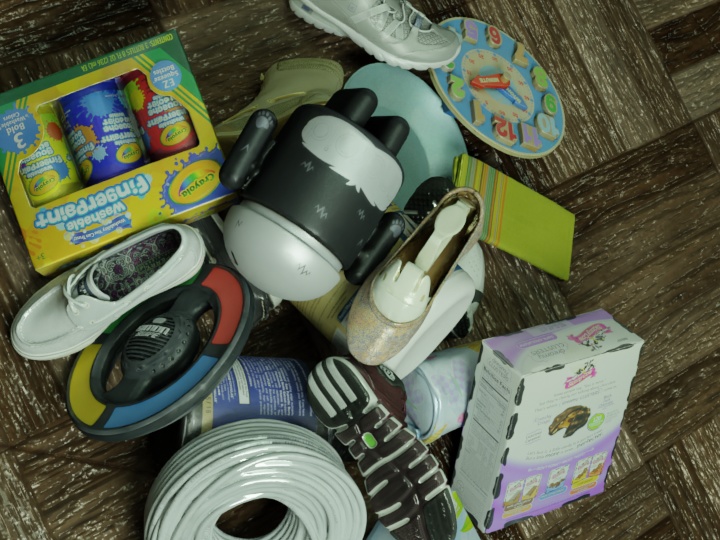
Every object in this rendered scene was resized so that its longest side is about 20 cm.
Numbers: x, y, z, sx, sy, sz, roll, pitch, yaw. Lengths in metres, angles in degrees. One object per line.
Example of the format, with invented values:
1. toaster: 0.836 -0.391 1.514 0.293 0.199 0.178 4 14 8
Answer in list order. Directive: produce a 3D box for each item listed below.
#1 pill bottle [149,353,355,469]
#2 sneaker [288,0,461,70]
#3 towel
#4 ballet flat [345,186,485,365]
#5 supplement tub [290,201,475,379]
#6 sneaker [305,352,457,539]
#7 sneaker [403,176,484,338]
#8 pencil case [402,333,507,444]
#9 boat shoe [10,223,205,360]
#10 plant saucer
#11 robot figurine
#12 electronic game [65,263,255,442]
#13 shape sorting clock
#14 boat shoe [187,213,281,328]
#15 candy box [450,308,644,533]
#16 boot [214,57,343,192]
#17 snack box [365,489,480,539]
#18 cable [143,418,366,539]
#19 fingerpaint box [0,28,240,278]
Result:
1. pill bottle: -0.094 0.138 1.255 0.198 0.112 0.113 5 72 -28
2. sneaker: 0.023 -0.285 1.445 0.198 0.082 0.075 20 37 -10
3. towel: 0.174 -0.058 1.502 0.199 0.018 0.087 24 69 -37
4. ballet flat: 0.052 -0.004 1.199 0.068 0.067 0.201 33 64 4
5. supplement tub: 0.000 0.000 1.310 0.200 0.145 0.144 44 56 13
6. sneaker: 0.036 0.155 1.208 0.201 0.075 0.115 58 21 1
7. sneaker: 0.091 -0.024 1.397 0.080 0.073 0.201 -57 149 -39
8. pencil case: 0.131 0.121 1.406 0.198 0.083 0.092 -14 97 -31
9. boat shoe: -0.234 0.017 1.189 0.198 0.069 0.073 -23 76 3
10. plant saucer: 0.040 -0.127 1.444 0.200 0.039 0.203 20 59 -36
11. robot figurine: -0.040 -0.069 1.195 0.149 0.125 0.201 30 81 15
12. electronic game: -0.181 0.070 1.184 0.042 0.199 0.201 54 54 -34
13. shape sorting clock: 0.161 -0.217 1.536 0.198 0.039 0.202 19 53 -27
14. boat shoe: -0.163 -0.023 1.293 0.200 0.074 0.060 50 63 -9
15. candy box: 0.192 0.154 1.366 0.166 0.202 0.072 -11 35 -32
16. boot: -0.108 -0.149 1.355 0.156 0.198 0.073 -91 156 -60
17. snack box: 0.059 0.327 1.254 0.169 0.067 0.201 -55 135 -30
18. cable: -0.096 0.228 1.186 0.198 0.069 0.202 5 116 -19
19. fingerpaint box: -0.233 -0.108 1.229 0.198 0.073 0.168 -20 85 -4
